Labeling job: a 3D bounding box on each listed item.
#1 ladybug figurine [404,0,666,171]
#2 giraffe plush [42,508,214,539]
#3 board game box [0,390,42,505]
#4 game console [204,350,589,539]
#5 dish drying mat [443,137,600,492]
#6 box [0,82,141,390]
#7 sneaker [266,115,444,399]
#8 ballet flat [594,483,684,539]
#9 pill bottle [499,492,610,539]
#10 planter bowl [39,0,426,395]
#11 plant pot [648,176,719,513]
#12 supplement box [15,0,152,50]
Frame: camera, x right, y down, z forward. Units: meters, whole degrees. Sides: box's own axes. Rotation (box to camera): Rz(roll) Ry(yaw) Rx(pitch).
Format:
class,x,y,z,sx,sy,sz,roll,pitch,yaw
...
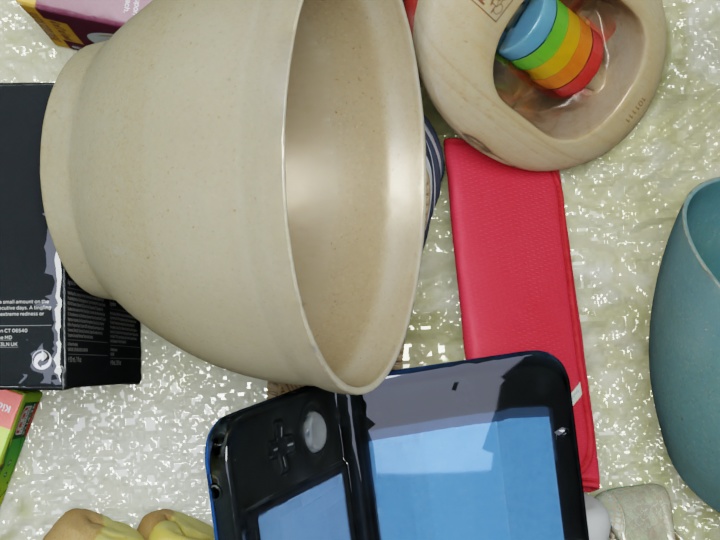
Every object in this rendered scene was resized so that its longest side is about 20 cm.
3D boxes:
class,x,y,z,sx,sy,sz,roll,pitch,yaw
ladybug figurine,0.089,-0.131,0.807,0.136,0.200,0.072,-52,48,5
giraffe plush,-0.093,0.237,0.800,0.199,0.172,0.163,18,99,-34
board game box,-0.264,0.147,0.838,0.101,0.048,0.201,19,86,0
game console,0.028,0.149,0.691,0.118,0.171,0.201,-7,93,25
dish drying mat,0.089,0.021,0.822,0.076,0.018,0.201,6,66,-23
box,-0.166,-0.010,0.772,0.078,0.200,0.142,2,86,2
sneaker,0.000,0.000,0.847,0.070,0.109,0.201,16,117,-2
ballet flat,0.181,0.215,0.832,0.062,0.067,0.201,-18,88,-21
pill bottle,0.067,0.214,0.804,0.104,0.104,0.201,10,95,0
planter bowl,-0.060,-0.046,0.679,0.134,0.200,0.201,0,86,19
plant pot,0.234,0.061,0.794,0.199,0.200,0.135,24,122,1
supplement box,-0.076,-0.156,0.828,0.199,0.110,0.086,12,87,0
